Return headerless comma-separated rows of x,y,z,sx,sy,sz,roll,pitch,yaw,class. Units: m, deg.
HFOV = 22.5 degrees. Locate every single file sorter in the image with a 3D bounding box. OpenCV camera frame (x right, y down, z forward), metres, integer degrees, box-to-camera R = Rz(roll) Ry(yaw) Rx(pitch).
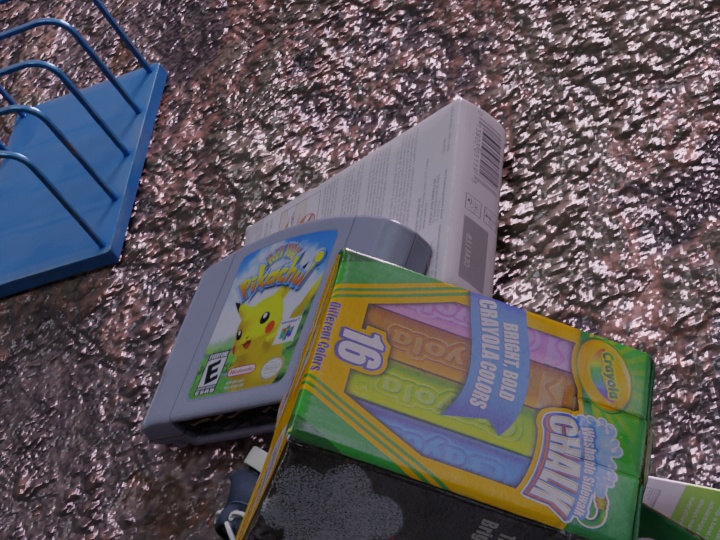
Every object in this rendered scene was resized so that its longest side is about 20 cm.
-0.249,-0.099,1.339,0.139,0.123,0.200,-16,44,25,file sorter

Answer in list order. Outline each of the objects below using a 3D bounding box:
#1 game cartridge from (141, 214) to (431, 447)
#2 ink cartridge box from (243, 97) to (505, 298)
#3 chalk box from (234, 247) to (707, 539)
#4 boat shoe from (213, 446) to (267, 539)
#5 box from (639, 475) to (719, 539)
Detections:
-0.047,0.034,1.080,0.200,0.040,0.133,-15,43,47,game cartridge
0.000,0.000,1.130,0.200,0.050,0.161,-32,36,36,ink cartridge box
0.058,0.099,0.816,0.200,0.124,0.124,20,43,-4,chalk box
-0.037,0.141,0.947,0.062,0.075,0.200,-57,20,-5,boat shoe
0.093,0.163,0.893,0.200,0.036,0.144,7,56,42,box
